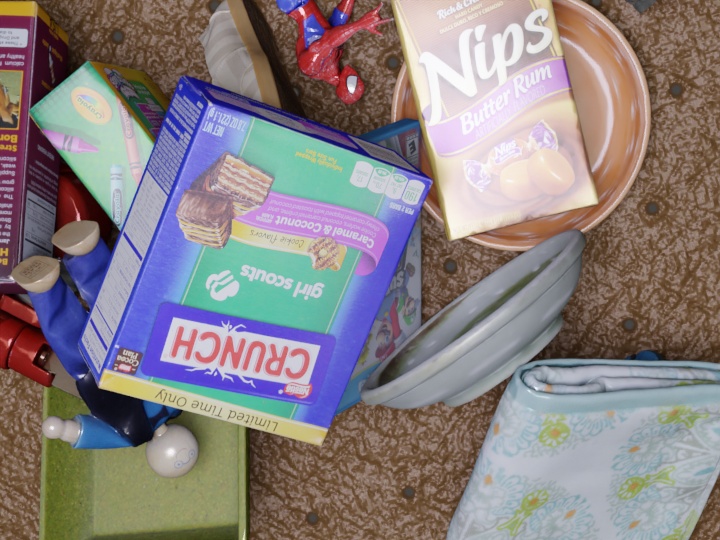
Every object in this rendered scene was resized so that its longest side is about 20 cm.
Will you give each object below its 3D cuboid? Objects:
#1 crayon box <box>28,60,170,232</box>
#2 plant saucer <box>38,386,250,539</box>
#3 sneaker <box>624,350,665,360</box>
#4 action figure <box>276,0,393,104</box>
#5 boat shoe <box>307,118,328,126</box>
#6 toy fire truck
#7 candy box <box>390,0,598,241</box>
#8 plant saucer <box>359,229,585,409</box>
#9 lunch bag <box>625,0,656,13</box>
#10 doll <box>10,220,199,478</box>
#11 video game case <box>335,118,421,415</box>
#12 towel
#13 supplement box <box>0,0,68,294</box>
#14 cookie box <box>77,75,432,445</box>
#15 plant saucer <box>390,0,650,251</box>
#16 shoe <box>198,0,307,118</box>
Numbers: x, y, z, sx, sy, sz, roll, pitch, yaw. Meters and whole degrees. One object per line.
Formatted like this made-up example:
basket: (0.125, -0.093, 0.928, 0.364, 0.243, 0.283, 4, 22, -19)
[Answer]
crayon box: (-0.163, -0.088, 1.126, 0.058, 0.200, 0.119, -38, 92, 6)
plant saucer: (-0.158, 0.127, 1.180, 0.198, 0.048, 0.202, -10, 74, 30)
sneaker: (0.180, 0.156, 1.187, 0.200, 0.073, 0.082, -42, 103, 13)
action figure: (-0.035, -0.227, 1.163, 0.099, 0.065, 0.201, -27, 94, 25)
boat shoe: (-0.075, -0.043, 1.142, 0.068, 0.201, 0.075, 12, 138, 10)
toy fire truck: (-0.241, 0.015, 1.174, 0.199, 0.129, 0.177, 27, 97, 5)
candy box: (0.098, -0.133, 1.135, 0.116, 0.056, 0.202, -14, 93, 7)
plant saucer: (0.091, 0.048, 1.103, 0.200, 0.200, 0.050, -37, 94, 8)
lunch bag: (0.216, -0.318, 1.112, 0.164, 0.118, 0.200, 40, 92, 0)
doll: (-0.174, 0.069, 1.077, 0.136, 0.048, 0.201, -45, 124, -30)
video game case: (0.000, 0.000, 1.135, 0.018, 0.143, 0.202, 14, 115, 34)
towel: (0.176, 0.142, 1.113, 0.198, 0.048, 0.172, 2, 124, -21)
supplement box: (-0.279, -0.086, 1.096, 0.109, 0.086, 0.202, 2, 83, 6)
cookie box: (-0.071, -0.003, 1.015, 0.170, 0.075, 0.201, 17, 104, -25)
plant saucer: (0.123, -0.117, 1.180, 0.198, 0.037, 0.202, 0, 96, 5)
shoe: (-0.082, -0.136, 1.133, 0.053, 0.201, 0.070, -29, 130, 8)
